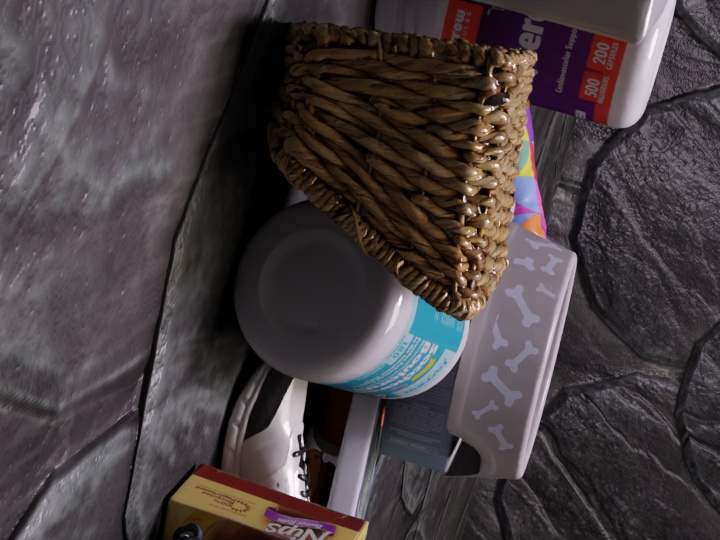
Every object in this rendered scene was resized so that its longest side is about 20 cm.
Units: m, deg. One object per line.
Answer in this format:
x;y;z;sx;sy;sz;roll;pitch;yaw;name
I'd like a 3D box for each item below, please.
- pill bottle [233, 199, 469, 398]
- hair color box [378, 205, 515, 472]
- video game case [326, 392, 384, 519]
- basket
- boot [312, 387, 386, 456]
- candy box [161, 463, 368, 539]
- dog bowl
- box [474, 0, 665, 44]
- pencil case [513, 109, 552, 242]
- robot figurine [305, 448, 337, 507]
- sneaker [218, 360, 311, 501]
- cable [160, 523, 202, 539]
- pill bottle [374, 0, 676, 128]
0.006;0.025;0.869;0.200;0.111;0.111;25;82;-67;pill bottle
0.068;0.046;1.056;0.099;0.061;0.200;-53;155;-60;hair color box
-0.009;0.181;1.015;0.182;0.023;0.200;97;5;-49;video game case
0.019;-0.065;0.778;0.200;0.143;0.149;-43;142;-75;basket
0.012;0.093;1.194;0.107;0.075;0.200;-68;168;23;boot
-0.075;0.235;0.848;0.056;0.117;0.200;-45;150;-66;candy box
0.115;0.065;1.003;0.200;0.059;0.200;13;90;-79;dog bowl
0.096;-0.229;0.788;0.200;0.199;0.131;-43;148;-68;box
0.126;-0.104;1.232;0.088;0.088;0.200;50;33;-76;pencil case
-0.068;0.235;1.021;0.145;0.058;0.200;65;42;-72;robot figurine
-0.058;0.150;0.906;0.074;0.080;0.200;-2;107;-75;sneaker
-0.134;0.250;0.752;0.163;0.051;0.200;-44;149;-67;cable
0.116;-0.178;0.951;0.112;0.200;0.113;16;90;-78;pill bottle
